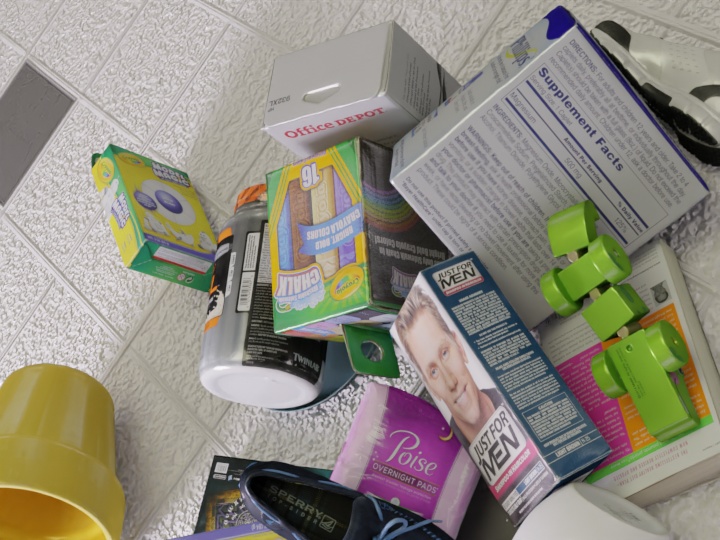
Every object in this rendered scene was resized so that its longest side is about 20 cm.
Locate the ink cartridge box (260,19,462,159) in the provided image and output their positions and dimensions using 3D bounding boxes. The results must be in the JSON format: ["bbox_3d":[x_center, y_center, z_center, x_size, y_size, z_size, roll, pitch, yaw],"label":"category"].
[{"bbox_3d":[0.025,-0.140,1.153,0.144,0.200,0.084,-10,61,35],"label":"ink cartridge box"}]

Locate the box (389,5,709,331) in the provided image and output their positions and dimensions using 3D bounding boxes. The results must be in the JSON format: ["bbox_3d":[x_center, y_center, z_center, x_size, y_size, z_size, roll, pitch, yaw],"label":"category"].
[{"bbox_3d":[0.156,-0.087,1.019,0.200,0.184,0.105,-39,14,16],"label":"box"}]

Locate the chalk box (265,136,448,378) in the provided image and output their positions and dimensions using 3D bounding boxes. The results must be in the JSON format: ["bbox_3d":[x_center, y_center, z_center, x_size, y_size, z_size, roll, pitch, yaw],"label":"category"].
[{"bbox_3d":[0.000,0.000,1.096,0.123,0.124,0.202,-16,71,40],"label":"chalk box"}]

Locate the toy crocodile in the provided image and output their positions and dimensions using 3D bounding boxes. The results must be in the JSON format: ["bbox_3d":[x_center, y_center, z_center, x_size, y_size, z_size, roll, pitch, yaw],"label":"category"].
[{"bbox_3d":[0.202,0.037,0.930,0.067,0.062,0.201,-39,71,31],"label":"toy crocodile"}]

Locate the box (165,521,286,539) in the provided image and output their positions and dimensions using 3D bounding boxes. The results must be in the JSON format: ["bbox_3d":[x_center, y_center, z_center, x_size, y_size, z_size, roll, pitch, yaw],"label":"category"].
[{"bbox_3d":[-0.105,0.329,1.048,0.116,0.048,0.201,-12,65,1],"label":"box"}]

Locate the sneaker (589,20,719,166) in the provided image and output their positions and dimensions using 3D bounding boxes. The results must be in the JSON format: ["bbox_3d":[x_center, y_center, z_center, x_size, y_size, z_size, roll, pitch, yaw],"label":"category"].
[{"bbox_3d":[0.283,-0.170,1.063,0.080,0.074,0.200,-39,51,-3],"label":"sneaker"}]

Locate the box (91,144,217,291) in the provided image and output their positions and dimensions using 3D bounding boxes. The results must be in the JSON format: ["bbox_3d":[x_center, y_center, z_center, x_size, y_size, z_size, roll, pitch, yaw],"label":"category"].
[{"bbox_3d":[-0.236,-0.069,1.373,0.048,0.117,0.200,-51,45,21],"label":"box"}]

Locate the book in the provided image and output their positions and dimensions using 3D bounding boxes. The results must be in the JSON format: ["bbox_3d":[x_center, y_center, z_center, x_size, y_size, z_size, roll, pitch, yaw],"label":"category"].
[{"bbox_3d":[0.222,0.089,0.980,0.133,0.048,0.201,-30,51,28],"label":"book"}]

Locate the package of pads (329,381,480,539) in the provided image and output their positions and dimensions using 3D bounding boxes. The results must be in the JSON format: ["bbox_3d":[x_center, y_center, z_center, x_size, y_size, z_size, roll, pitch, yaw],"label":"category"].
[{"bbox_3d":[0.027,0.208,1.025,0.120,0.076,0.201,22,81,4],"label":"package of pads"}]

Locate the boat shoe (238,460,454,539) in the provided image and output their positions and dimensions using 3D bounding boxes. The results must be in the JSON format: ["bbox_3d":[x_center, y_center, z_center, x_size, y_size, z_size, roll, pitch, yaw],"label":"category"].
[{"bbox_3d":[-0.010,0.215,0.951,0.199,0.069,0.085,17,81,5],"label":"boat shoe"}]

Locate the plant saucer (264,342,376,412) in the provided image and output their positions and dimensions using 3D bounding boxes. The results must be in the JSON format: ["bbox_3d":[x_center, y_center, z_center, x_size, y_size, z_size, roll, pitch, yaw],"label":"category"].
[{"bbox_3d":[-0.049,0.053,1.230,0.199,0.027,0.201,-19,57,31],"label":"plant saucer"}]

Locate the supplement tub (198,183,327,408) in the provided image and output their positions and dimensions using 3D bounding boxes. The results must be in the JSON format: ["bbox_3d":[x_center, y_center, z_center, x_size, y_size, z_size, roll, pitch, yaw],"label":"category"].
[{"bbox_3d":[-0.088,0.024,1.175,0.122,0.122,0.201,-12,59,34],"label":"supplement tub"}]

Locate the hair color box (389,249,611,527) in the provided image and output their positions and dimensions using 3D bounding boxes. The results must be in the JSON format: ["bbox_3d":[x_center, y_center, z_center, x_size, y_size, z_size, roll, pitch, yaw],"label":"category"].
[{"bbox_3d":[0.108,0.095,0.969,0.201,0.060,0.100,57,150,22],"label":"hair color box"}]

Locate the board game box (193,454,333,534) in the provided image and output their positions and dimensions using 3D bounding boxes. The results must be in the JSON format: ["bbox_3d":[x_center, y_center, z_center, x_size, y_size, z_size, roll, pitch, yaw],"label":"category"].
[{"bbox_3d":[-0.081,0.254,1.147,0.199,0.028,0.136,0,68,38],"label":"board game box"}]

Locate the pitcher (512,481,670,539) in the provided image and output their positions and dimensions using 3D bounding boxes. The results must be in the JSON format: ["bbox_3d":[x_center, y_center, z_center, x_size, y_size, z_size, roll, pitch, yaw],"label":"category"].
[{"bbox_3d":[0.138,0.257,0.914,0.171,0.121,0.201,33,101,49],"label":"pitcher"}]

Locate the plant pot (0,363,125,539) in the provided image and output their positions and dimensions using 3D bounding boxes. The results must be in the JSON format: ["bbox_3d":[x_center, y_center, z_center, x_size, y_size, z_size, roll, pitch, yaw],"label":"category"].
[{"bbox_3d":[-0.344,0.212,1.285,0.200,0.201,0.190,-26,37,26],"label":"plant pot"}]
